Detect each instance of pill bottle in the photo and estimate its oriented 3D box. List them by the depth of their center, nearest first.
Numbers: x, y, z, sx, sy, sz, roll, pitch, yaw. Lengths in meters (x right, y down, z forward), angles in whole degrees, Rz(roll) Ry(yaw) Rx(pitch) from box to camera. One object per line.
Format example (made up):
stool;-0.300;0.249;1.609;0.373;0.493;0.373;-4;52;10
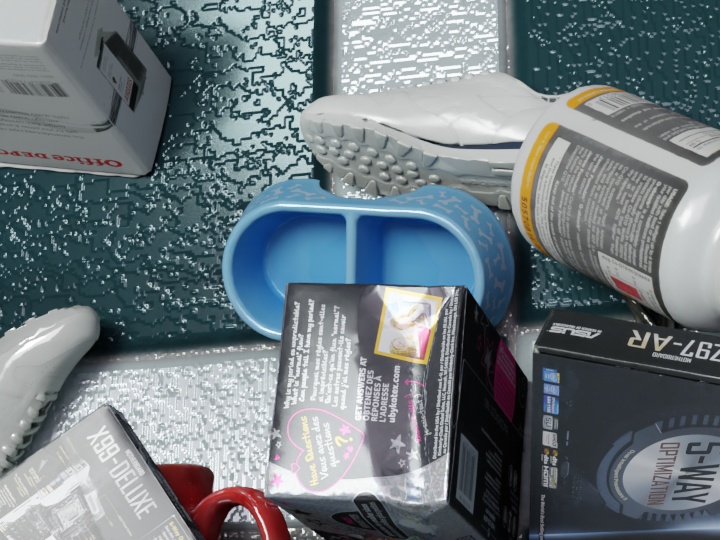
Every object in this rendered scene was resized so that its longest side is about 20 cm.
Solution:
pill bottle;0.193;-0.031;1.094;0.117;0.116;0.200;-52;44;-6

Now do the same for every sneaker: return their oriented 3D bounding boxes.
sneaker;0.059;-0.095;1.230;0.198;0.077;0.081;10;64;13
sneaker;-0.251;0.100;1.258;0.199;0.076;0.081;-38;78;5

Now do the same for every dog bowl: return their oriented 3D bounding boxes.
dog bowl;0.000;0.000;1.202;0.198;0.050;0.113;4;100;16

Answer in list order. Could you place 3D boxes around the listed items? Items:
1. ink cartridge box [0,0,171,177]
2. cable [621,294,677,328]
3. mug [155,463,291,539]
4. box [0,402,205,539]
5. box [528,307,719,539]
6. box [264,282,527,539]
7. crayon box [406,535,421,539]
ink cartridge box;-0.234;-0.147;1.259;0.145;0.200;0.084;5;70;16
cable;0.188;0.056;1.154;0.096;0.050;0.202;2;73;22
mug;-0.125;0.229;1.126;0.132;0.177;0.202;-3;69;-32
box;-0.155;0.204;1.065;0.157;0.050;0.201;-36;77;-3
box;0.180;0.128;1.065;0.159;0.202;0.044;10;34;18
box;0.025;0.100;1.103;0.114;0.200;0.133;0;71;17
crayon box;0.007;0.267;1.050;0.125;0.201;0.051;-28;39;-29
